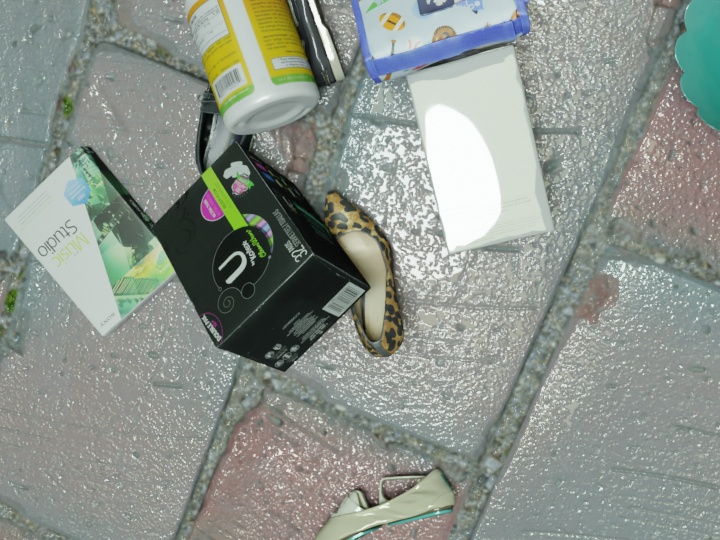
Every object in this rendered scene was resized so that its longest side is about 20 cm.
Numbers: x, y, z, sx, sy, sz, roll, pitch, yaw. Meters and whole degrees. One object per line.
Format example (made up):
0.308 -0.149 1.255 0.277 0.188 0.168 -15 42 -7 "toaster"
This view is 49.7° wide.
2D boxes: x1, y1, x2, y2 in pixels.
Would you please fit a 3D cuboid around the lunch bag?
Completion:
0.080 -0.281 0.811 0.169 0.200 0.124 -14 130 12 "lunch bag"

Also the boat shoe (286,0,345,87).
-0.080 -0.308 0.905 0.063 0.073 0.201 -21 99 7 "boat shoe"

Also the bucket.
0.439 -0.215 0.774 0.207 0.134 0.208 -4 85 51 "bucket"

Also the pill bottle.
-0.128 -0.263 0.859 0.111 0.111 0.201 -21 86 10 "pill bottle"

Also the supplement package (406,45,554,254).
0.134 -0.133 0.875 0.119 0.121 0.201 -13 97 10 "supplement package"

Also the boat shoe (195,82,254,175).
-0.156 -0.196 0.936 0.074 0.062 0.201 15 98 7 "boat shoe"

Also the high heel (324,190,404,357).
0.000 0.000 0.900 0.071 0.143 0.200 -24 94 10 "high heel"

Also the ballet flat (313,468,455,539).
0.022 0.302 0.987 0.199 0.069 0.070 -21 95 8 "ballet flat"

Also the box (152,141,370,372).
-0.115 -0.016 0.880 0.149 0.124 0.200 -44 55 10 "box"

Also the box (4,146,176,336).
-0.338 -0.036 0.996 0.144 0.036 0.200 -40 92 11 "box"
